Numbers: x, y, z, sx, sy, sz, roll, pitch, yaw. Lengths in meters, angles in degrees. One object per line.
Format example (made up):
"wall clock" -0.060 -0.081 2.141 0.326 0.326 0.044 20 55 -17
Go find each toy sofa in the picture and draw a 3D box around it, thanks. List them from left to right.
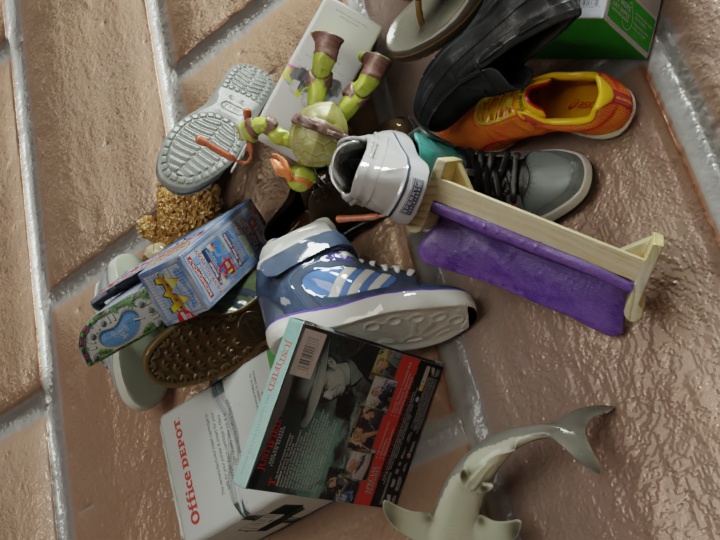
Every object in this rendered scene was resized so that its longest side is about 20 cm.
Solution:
"toy sofa" 0.140 -0.015 0.914 0.200 0.083 0.098 23 102 11

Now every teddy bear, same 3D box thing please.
"teddy bear" -0.207 -0.070 1.282 0.145 0.067 0.200 18 87 43

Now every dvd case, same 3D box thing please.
"dvd case" -0.013 0.130 0.973 0.022 0.200 0.146 18 89 41

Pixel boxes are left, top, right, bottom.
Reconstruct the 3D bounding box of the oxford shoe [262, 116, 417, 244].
"oxford shoe" -0.021 -0.081 1.124 0.200 0.084 0.073 -46 51 16

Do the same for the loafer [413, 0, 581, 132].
"loafer" 0.114 -0.180 0.965 0.201 0.068 0.070 -47 66 44

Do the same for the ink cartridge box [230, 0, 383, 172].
"ink cartridge box" -0.056 -0.177 1.157 0.200 0.068 0.115 -60 7 8

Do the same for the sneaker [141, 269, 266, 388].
"sneaker" -0.131 0.053 1.131 0.200 0.067 0.090 -30 13 -14

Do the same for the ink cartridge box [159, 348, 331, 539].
"ink cartridge box" -0.092 0.171 1.100 0.200 0.083 0.147 -32 59 26

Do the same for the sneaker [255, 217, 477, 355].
"sneaker" 0.000 0.000 1.053 0.200 0.081 0.147 -9 56 1

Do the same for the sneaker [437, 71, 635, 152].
"sneaker" 0.148 -0.152 1.014 0.200 0.077 0.073 -5 75 40

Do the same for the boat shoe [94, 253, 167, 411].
"boat shoe" -0.269 0.079 1.292 0.072 0.070 0.201 -40 51 37

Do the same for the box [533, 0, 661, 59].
"box" 0.174 -0.293 1.024 0.200 0.097 0.177 8 81 41

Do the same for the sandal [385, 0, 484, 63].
"sandal" 0.092 -0.263 0.970 0.200 0.055 0.082 -37 36 25

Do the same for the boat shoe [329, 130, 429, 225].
"boat shoe" 0.007 -0.090 0.951 0.200 0.065 0.074 -137 67 -76

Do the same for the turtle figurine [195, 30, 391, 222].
"turtle figurine" -0.046 -0.143 1.063 0.200 0.064 0.161 21 88 0

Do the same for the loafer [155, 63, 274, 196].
"loafer" -0.156 -0.143 1.219 0.200 0.075 0.070 -56 -3 -38

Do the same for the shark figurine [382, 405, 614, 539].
"shark figurine" 0.109 0.176 0.946 0.128 0.089 0.215 34 109 7

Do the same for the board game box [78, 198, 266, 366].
"board game box" -0.193 0.014 1.127 0.200 0.200 0.062 -29 99 7

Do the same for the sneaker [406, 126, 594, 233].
"sneaker" 0.097 -0.085 1.003 0.200 0.121 0.084 -9 70 37
